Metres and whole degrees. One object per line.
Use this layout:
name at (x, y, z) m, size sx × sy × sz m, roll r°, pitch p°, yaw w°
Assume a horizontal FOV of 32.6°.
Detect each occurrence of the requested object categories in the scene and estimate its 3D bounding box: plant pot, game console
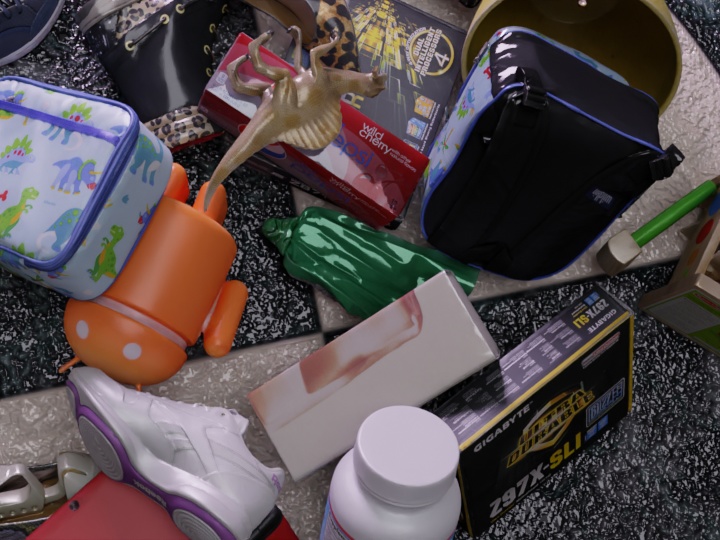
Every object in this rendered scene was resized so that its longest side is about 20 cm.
plant pot at (0.200, -0.234, 1.157) m, size 0.198 × 0.201 × 0.143 m, roll 18°, pitch 49°, yaw -7°
game console at (-0.162, 0.251, 1.032) m, size 0.200 × 0.173 × 0.118 m, roll -41°, pitch 50°, yaw -15°

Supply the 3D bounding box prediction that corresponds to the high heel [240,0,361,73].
high heel at (-0.091, -0.227, 1.074) m, size 0.142 × 0.071 × 0.201 m, roll -28°, pitch 84°, yaw -32°

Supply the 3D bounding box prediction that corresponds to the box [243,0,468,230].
box at (-0.001, -0.162, 1.158) m, size 0.160 × 0.049 × 0.202 m, roll 23°, pitch 78°, yaw -5°

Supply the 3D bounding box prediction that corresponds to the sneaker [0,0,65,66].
sneaker at (-0.337, -0.224, 1.054) m, size 0.202 × 0.146 × 0.077 m, roll -41°, pitch 88°, yaw -17°

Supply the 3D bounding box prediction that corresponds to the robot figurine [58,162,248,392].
robot figurine at (-0.178, 0.012, 1.055) m, size 0.143 × 0.116 × 0.202 m, roll 35°, pitch 72°, yaw -36°

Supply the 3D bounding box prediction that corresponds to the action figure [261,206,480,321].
action figure at (0.000, 0.000, 1.125) m, size 0.198 × 0.055 × 0.119 m, roll 27°, pitch 77°, yaw -9°

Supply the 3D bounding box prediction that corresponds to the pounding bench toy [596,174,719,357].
pounding bench toy at (0.339, -0.029, 1.162) m, size 0.199 × 0.124 × 0.157 m, roll 30°, pitch 75°, yaw -4°

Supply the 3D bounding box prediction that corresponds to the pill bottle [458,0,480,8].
pill bottle at (0.064, -0.355, 1.176) m, size 0.199 × 0.112 × 0.112 m, roll 38°, pitch 75°, yaw -2°

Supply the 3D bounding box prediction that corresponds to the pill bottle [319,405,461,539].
pill bottle at (0.022, 0.210, 1.006) m, size 0.107 × 0.202 × 0.109 m, roll 7°, pitch 39°, yaw -6°

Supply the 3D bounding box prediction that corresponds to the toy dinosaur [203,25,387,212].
toy dinosaur at (-0.064, -0.139, 1.007) m, size 0.199 × 0.058 × 0.102 m, roll -34°, pitch 92°, yaw -17°

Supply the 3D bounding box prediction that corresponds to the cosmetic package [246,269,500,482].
cosmetic package at (0.014, 0.088, 1.053) m, size 0.199 × 0.103 × 0.088 m, roll -32°, pitch 84°, yaw 6°

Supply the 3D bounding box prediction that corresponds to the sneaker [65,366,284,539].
sneaker at (-0.150, 0.138, 0.989) m, size 0.199 × 0.075 × 0.100 m, roll 38°, pitch 53°, yaw 11°

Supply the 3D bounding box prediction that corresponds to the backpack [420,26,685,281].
backpack at (0.152, -0.099, 1.095) m, size 0.181 × 0.201 × 0.148 m, roll 22°, pitch 40°, yaw -15°

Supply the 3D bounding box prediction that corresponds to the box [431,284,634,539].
box at (0.153, 0.127, 1.080) m, size 0.199 × 0.161 × 0.049 m, roll -35°, pitch 55°, yaw -16°

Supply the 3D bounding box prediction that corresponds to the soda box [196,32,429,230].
soda box at (-0.042, -0.119, 1.077) m, size 0.199 × 0.070 × 0.064 m, roll 33°, pitch 74°, yaw -8°

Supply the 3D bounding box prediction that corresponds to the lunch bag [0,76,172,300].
lunch bag at (-0.262, -0.076, 1.026) m, size 0.198 × 0.082 × 0.162 m, roll 20°, pitch 74°, yaw 34°

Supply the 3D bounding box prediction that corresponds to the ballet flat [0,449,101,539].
ballet flat at (-0.261, 0.185, 1.023) m, size 0.198 × 0.072 × 0.073 m, roll -9°, pitch 81°, yaw -12°

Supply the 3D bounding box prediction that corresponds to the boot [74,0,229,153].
boot at (-0.142, -0.202, 1.131) m, size 0.202 × 0.073 × 0.155 m, roll -25°, pitch 92°, yaw -19°
